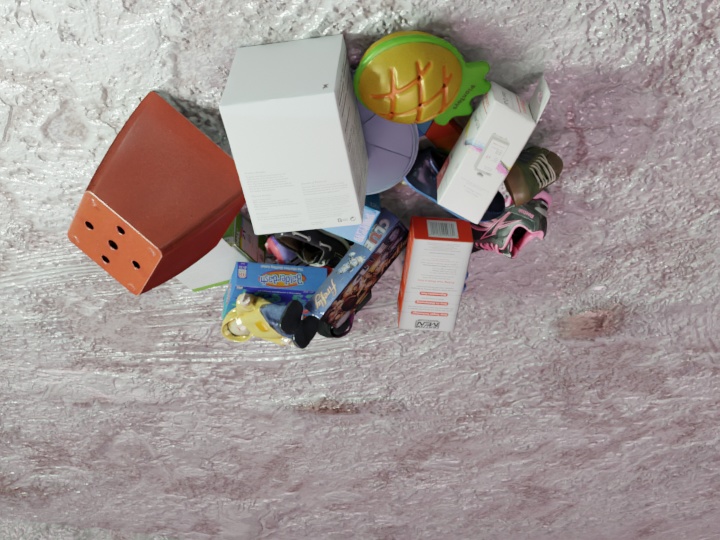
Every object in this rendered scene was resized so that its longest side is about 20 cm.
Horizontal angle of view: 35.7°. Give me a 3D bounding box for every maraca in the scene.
[{"bbox_3d":[0.082,-0.246,1.460,0.198,0.108,0.137,10,140,-34],"label":"maraca"}]

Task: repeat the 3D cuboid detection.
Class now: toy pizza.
[{"bbox_3d":[-0.014,-0.195,1.571,0.197,0.032,0.202,8,129,10],"label":"toy pizza"}]

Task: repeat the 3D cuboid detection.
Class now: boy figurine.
[{"bbox_3d":[-0.157,0.079,1.779,0.199,0.065,0.124,-1,140,48],"label":"boy figurine"}]

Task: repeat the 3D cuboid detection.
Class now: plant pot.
[{"bbox_3d":[-0.299,-0.089,1.577,0.200,0.177,0.200,40,141,-2],"label":"plant pot"}]

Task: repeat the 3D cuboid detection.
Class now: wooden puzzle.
[{"bbox_3d":[0.080,-0.192,1.622,0.183,0.038,0.200,-16,146,26],"label":"wooden puzzle"}]

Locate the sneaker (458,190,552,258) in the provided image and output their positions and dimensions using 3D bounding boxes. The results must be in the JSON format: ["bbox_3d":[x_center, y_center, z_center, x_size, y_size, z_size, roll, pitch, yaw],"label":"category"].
[{"bbox_3d":[0.223,-0.058,1.800,0.078,0.097,0.199,22,145,-37],"label":"sneaker"}]

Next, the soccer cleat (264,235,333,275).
[{"bbox_3d":[-0.103,-0.019,1.891,0.076,0.067,0.200,-34,152,-1],"label":"soccer cleat"}]

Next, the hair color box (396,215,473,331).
[{"bbox_3d":[0.119,0.008,1.831,0.100,0.062,0.202,4,131,-5],"label":"hair color box"}]

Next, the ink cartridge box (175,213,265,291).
[{"bbox_3d":[-0.265,-0.054,1.821,0.146,0.077,0.200,-14,147,23],"label":"ink cartridge box"}]

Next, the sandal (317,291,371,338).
[{"bbox_3d":[-0.039,0.086,2.092,0.074,0.049,0.201,10,148,-17],"label":"sandal"}]

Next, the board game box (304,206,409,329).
[{"bbox_3d":[0.000,0.000,1.792,0.035,0.201,0.135,39,-179,16],"label":"board game box"}]

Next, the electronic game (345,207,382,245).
[{"bbox_3d":[-0.060,-0.090,1.792,0.197,0.042,0.201,4,156,2],"label":"electronic game"}]

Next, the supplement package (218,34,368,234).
[{"bbox_3d":[-0.080,-0.178,1.470,0.150,0.152,0.202,-5,129,9],"label":"supplement package"}]

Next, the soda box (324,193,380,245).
[{"bbox_3d":[-0.071,-0.113,1.667,0.198,0.068,0.065,23,116,-12],"label":"soda box"}]

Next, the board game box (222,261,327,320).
[{"bbox_3d":[-0.147,0.041,1.867,0.150,0.046,0.200,4,161,-11],"label":"board game box"}]

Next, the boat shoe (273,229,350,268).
[{"bbox_3d":[-0.076,-0.040,1.779,0.073,0.061,0.200,-6,153,24],"label":"boat shoe"}]

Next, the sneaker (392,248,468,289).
[{"bbox_3d":[0.122,-0.005,1.933,0.104,0.076,0.200,-29,143,11],"label":"sneaker"}]

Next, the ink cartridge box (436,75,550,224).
[{"bbox_3d":[0.178,-0.179,1.514,0.067,0.117,0.201,26,111,-8],"label":"ink cartridge box"}]

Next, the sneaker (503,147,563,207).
[{"bbox_3d":[0.247,-0.145,1.605,0.089,0.068,0.200,-21,-171,7],"label":"sneaker"}]

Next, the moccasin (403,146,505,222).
[{"bbox_3d":[0.150,-0.124,1.648,0.198,0.081,0.068,16,145,-38],"label":"moccasin"}]
